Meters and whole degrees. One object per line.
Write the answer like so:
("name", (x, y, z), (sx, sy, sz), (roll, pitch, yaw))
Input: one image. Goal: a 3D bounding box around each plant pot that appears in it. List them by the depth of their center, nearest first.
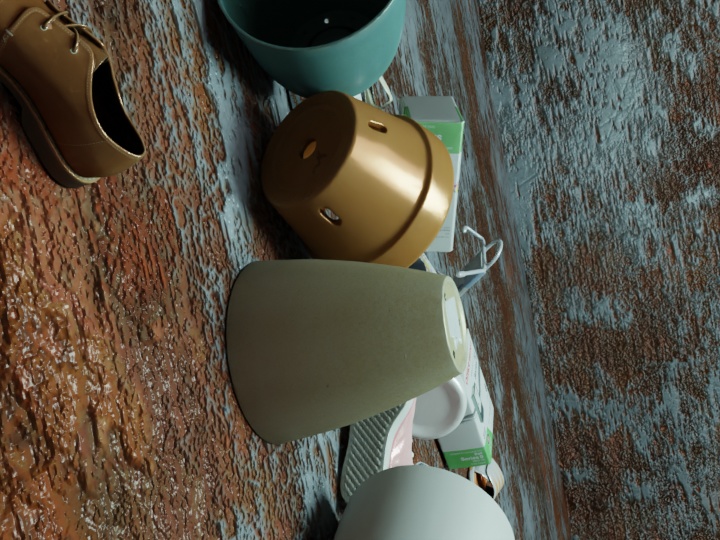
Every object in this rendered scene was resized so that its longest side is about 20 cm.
("plant pot", (-0.001, 0.066, 0.749), (0.187, 0.198, 0.190), (-11, 90, -71))
("plant pot", (-0.040, -0.282, 0.829), (0.161, 0.198, 0.203), (64, 21, -69))
("plant pot", (-0.015, -0.103, 0.834), (0.140, 0.199, 0.202), (32, 49, -43))

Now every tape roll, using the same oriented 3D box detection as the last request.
("tape roll", (0.059, 0.329, 0.790), (0.139, 0.200, 0.205), (-55, 132, -63))

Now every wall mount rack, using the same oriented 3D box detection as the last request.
("wall mount rack", (0.166, 0.014, 1.353), (0.074, 0.200, 0.174), (33, 33, -13))

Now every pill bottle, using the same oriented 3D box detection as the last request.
("pill bottle", (0.093, 0.144, 1.095), (0.200, 0.113, 0.116), (-78, 153, -69))

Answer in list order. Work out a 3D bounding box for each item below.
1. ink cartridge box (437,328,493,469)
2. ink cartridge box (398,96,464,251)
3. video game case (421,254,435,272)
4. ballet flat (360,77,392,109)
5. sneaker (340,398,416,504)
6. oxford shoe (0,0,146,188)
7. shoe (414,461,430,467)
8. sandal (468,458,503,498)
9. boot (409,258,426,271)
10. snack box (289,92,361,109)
("ink cartridge box", (0.173, 0.228, 1.344), (0.147, 0.083, 0.202), (-73, 147, -54))
("ink cartridge box", (0.099, -0.146, 1.135), (0.146, 0.086, 0.202), (-92, -178, -63))
("video game case", (0.081, -0.006, 1.179), (0.183, 0.023, 0.200), (58, 16, 13))
("ballet flat", (0.017, -0.240, 1.144), (0.069, 0.070, 0.202), (-50, 128, -69))
("sneaker", (0.034, 0.210, 0.949), (0.105, 0.075, 0.202), (54, 46, -51))
("oxford shoe", (-0.201, -0.149, 0.478), (0.072, 0.070, 0.201), (-76, 148, -47))
("shoe", (0.081, 0.326, 0.918), (0.071, 0.091, 0.202), (-33, 145, -39))
("sandal", (0.265, 0.416, 1.553), (0.207, 0.059, 0.080), (-46, 123, -67))
("boot", (0.027, 0.065, 1.010), (0.097, 0.074, 0.202), (36, -71, 64))
("snack box", (-0.037, -0.207, 1.022), (0.200, 0.037, 0.118), (-29, 108, -70))
